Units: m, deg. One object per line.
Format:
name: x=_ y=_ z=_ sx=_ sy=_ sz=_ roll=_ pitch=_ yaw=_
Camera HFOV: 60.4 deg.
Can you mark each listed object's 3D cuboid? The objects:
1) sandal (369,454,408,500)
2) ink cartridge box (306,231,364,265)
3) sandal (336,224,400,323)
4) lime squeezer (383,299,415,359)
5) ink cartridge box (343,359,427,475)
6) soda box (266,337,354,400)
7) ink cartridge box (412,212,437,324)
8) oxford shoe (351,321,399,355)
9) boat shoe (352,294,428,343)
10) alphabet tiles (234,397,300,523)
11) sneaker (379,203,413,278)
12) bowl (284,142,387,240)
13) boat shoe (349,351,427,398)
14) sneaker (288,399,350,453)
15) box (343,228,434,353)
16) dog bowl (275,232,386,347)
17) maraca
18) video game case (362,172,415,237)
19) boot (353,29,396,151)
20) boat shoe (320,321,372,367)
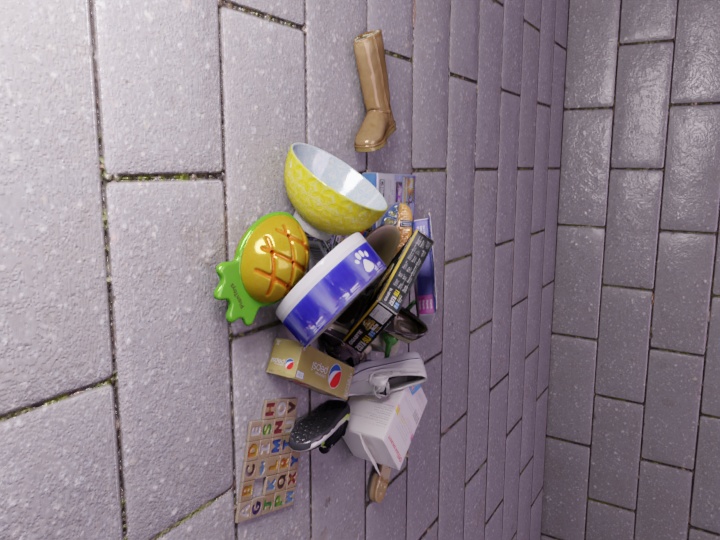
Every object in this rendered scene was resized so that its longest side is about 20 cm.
sandal: x=0.082 y=0.446 z=1.475 sx=0.077 sy=0.068 sz=0.219 roll=37 pitch=63 yaw=-55
ink cartridge box: x=-0.036 y=-0.097 z=1.215 sx=0.203 sy=0.049 sz=0.110 roll=-63 pitch=144 yaw=-30
sandal: x=-0.004 y=-0.003 z=1.215 sx=0.077 sy=0.069 sz=0.216 roll=31 pitch=89 yaw=-27
lime squeezer: x=0.082 y=0.133 z=1.353 sx=0.071 sy=0.037 sz=0.204 roll=52 pitch=53 yaw=-41
ink cartridge box: x=0.044 y=0.323 z=1.352 sx=0.203 sy=0.122 sz=0.130 roll=-60 pitch=141 yaw=-33
soda box: x=-0.088 y=0.187 z=1.157 sx=0.199 sy=0.066 sz=0.066 roll=39 pitch=62 yaw=-54
ink cartridge box: x=0.134 y=0.002 z=1.330 sx=0.200 sy=0.042 sz=0.204 roll=71 pitch=16 yaw=-76
oxford shoe: x=0.020 y=0.126 z=1.345 sx=0.200 sy=0.056 sz=0.077 roll=46 pitch=60 yaw=-46
boat shoe: x=0.056 y=0.092 z=1.274 sx=0.196 sy=0.064 sz=0.076 roll=21 pitch=63 yaw=-29
alphabet tiles: x=-0.157 y=0.337 z=1.124 sx=0.166 sy=0.007 sz=0.208 roll=14 pitch=83 yaw=-59
sneaker: x=0.077 y=-0.040 z=1.334 sx=0.088 sy=0.073 sz=0.208 roll=5 pitch=93 yaw=-75
bowl: x=-0.060 y=-0.120 z=1.082 sx=0.109 sy=0.200 sz=0.198 roll=-56 pitch=155 yaw=20
boat shoe: x=0.044 y=0.227 z=1.282 sx=0.075 sy=0.194 sz=0.066 roll=76 pitch=-7 yaw=-47
sneaker: x=-0.070 y=0.323 z=1.202 sx=0.199 sy=0.070 sz=0.086 roll=-19 pitch=114 yaw=-61
box: x=0.054 y=0.039 z=1.163 sx=0.202 sy=0.049 sz=0.161 roll=-58 pitch=-178 yaw=-40
dog bowl: x=-0.049 y=0.034 z=1.053 sx=0.079 sy=0.200 sz=0.199 roll=46 pitch=40 yaw=4
maraca: x=-0.153 y=-0.005 z=0.982 sx=0.201 sy=0.105 sz=0.140 roll=-48 pitch=127 yaw=-33
video game case: x=0.063 y=-0.113 z=1.389 sx=0.179 sy=0.044 sz=0.208 roll=-10 pitch=103 yaw=-57
boot: x=0.015 y=-0.363 z=1.254 sx=0.176 sy=0.064 sz=0.206 roll=-60 pitch=144 yaw=-55
boat shoe: x=-0.040 y=0.146 z=1.230 sx=0.066 sy=0.070 sz=0.200 roll=-64 pitch=148 yaw=-10
